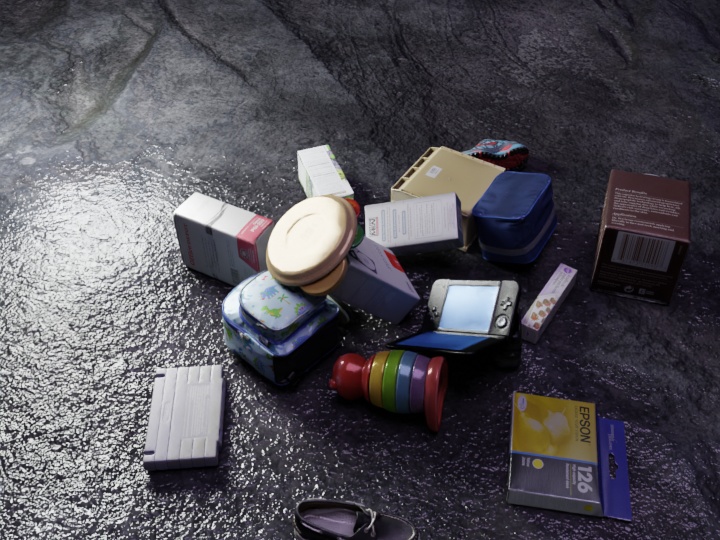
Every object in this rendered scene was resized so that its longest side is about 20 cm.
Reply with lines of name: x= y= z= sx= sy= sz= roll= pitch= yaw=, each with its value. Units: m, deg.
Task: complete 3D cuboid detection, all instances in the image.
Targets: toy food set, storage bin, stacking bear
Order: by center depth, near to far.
stacking bear: x=0.046 y=0.192 z=1.414 sx=0.196 sy=0.115 sz=0.123 roll=5 pitch=48 yaw=15
toy food set: x=-0.083 y=-0.054 z=1.472 sx=0.197 sy=0.049 sz=0.200 roll=12 pitch=66 yaw=39
storage bin: x=0.195 y=-0.168 z=1.810 sx=0.196 sy=0.095 sz=0.200 roll=23 pitch=48 yaw=24

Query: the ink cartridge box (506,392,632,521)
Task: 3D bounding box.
ink cartridge box: x=0.342 y=0.300 z=1.338 sx=0.195 sy=0.048 sz=0.200 roll=4 pitch=42 yaw=9

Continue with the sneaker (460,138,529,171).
sneaker: x=0.299 y=-0.267 z=1.942 sx=0.196 sy=0.081 sz=0.096 roll=-10 pitch=33 yaw=-23

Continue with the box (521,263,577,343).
box: x=0.368 y=0.063 z=1.597 sx=0.038 sy=0.042 sz=0.200 roll=23 pitch=49 yaw=24

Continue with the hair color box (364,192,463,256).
hair color box: x=0.110 y=-0.091 z=1.683 sx=0.196 sy=0.061 sz=0.101 roll=-7 pitch=73 yaw=17

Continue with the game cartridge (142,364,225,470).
game cartridge: x=-0.299 y=0.251 z=1.406 sx=0.127 sy=0.039 sz=0.202 roll=0 pitch=42 yaw=-5

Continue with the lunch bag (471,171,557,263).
lunch bag: x=0.331 y=-0.110 z=1.720 sx=0.134 sy=0.134 sz=0.200 roll=10 pitch=42 yaw=35

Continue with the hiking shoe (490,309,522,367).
hiking shoe: x=0.270 y=0.080 z=1.531 sx=0.074 sy=0.102 sz=0.202 roll=-1 pitch=44 yaw=-10

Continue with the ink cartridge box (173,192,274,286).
ink cartridge box: x=-0.270 y=-0.054 z=1.651 sx=0.197 sy=0.148 sz=0.085 roll=19 pitch=47 yaw=20

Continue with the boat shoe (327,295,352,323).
boat shoe: x=-0.071 y=0.031 z=1.611 sx=0.066 sy=0.075 sz=0.198 roll=-38 pitch=44 yaw=-19

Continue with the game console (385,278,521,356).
game console: x=0.167 y=0.081 z=1.463 sx=0.197 sy=0.116 sz=0.179 roll=1 pitch=67 yaw=42

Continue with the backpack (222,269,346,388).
backpack: x=-0.154 y=0.085 z=1.501 sx=0.198 sy=0.149 sz=0.182 roll=26 pitch=45 yaw=30

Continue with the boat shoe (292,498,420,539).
boat shoe: x=-0.007 y=0.386 z=1.234 sx=0.196 sy=0.061 sz=0.075 roll=8 pitch=42 yaw=9

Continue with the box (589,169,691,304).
box: x=0.566 y=-0.070 z=1.645 sx=0.162 sy=0.166 sz=0.202 roll=11 pitch=43 yaw=14

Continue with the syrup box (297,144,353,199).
syrup box: x=-0.080 y=-0.193 z=1.849 sx=0.080 sy=0.080 sz=0.201 roll=-13 pitch=44 yaw=-14

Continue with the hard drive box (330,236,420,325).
hard drive box: x=0.000 y=0.000 z=1.560 sx=0.198 sy=0.077 sz=0.157 roll=27 pitch=24 yaw=-41
